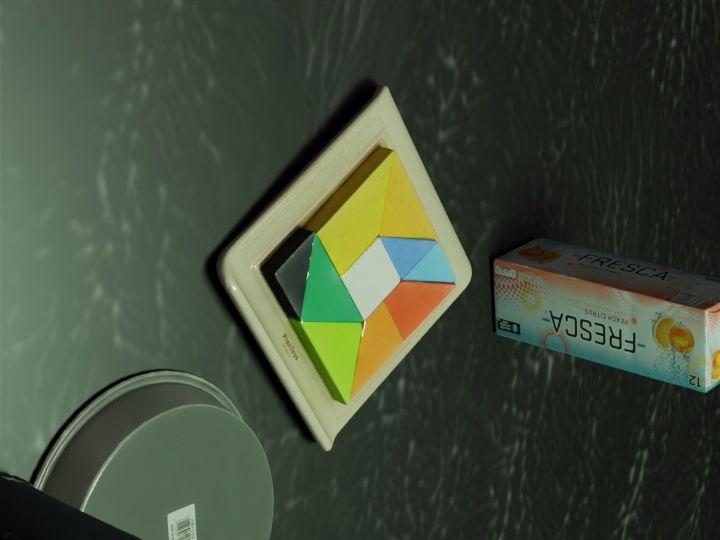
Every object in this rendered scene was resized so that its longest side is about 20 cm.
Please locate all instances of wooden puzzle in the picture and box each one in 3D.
[{"bbox_3d":[0.000,0.000,1.180,0.200,0.037,0.186,-50,132,-27],"label":"wooden puzzle"}]

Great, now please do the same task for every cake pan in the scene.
[{"bbox_3d":[-0.129,0.167,1.082,0.199,0.037,0.202,-15,111,-45],"label":"cake pan"}]

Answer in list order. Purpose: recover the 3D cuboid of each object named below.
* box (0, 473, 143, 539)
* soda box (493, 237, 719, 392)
[{"bbox_3d":[-0.199,0.225,0.900,0.117,0.196,0.202,17,87,-47],"label":"box"},{"bbox_3d":[0.198,0.031,1.283,0.063,0.199,0.069,-23,118,-42],"label":"soda box"}]
